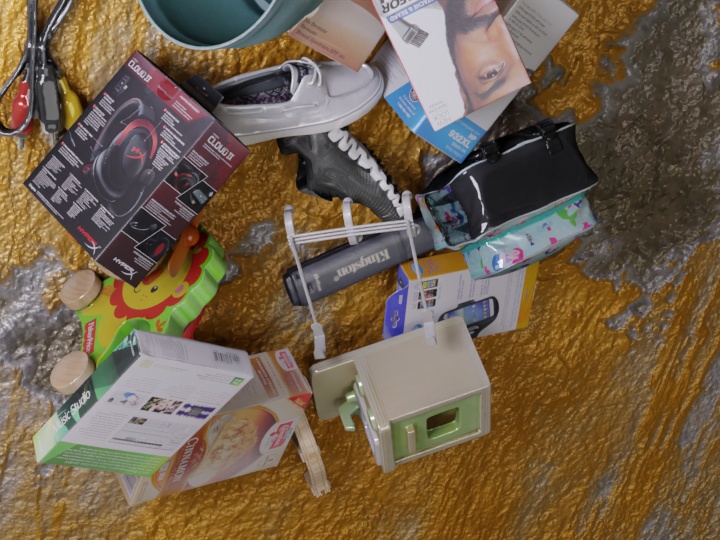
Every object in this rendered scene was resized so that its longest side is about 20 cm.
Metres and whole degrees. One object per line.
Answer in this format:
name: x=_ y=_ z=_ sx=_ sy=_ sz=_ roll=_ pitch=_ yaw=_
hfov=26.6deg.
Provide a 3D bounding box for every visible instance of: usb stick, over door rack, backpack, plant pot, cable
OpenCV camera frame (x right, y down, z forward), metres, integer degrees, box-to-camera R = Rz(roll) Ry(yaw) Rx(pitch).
usb stick: x=0.005 y=-0.015 z=1.778 sx=0.198 sy=0.033 sz=0.056 roll=-23 pitch=129 yaw=-8
over door rack: x=0.000 y=0.000 z=1.712 sx=0.146 sy=0.067 sz=0.202 roll=-7 pitch=127 yaw=6
backpack: x=0.159 y=-0.076 z=1.694 sx=0.176 sy=0.200 sz=0.152 roll=-24 pitch=97 yaw=-18
plant pot: x=-0.104 y=-0.304 z=1.449 sx=0.134 sy=0.200 sz=0.201 roll=-1 pitch=127 yaw=-56
cable: x=-0.322 y=-0.209 z=1.506 sx=0.096 sy=0.050 sz=0.202 roll=-3 pitch=111 yaw=-10

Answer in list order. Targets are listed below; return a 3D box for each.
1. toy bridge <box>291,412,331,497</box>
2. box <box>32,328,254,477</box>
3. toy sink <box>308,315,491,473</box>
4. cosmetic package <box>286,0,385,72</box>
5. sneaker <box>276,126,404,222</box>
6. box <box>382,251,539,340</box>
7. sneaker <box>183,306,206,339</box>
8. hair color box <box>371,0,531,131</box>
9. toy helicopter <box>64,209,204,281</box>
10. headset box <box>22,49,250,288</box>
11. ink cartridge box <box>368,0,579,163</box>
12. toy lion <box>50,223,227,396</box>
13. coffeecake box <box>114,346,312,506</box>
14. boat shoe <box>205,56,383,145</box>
toy bridge: x=-0.070 y=0.208 z=1.873 sx=0.027 sy=0.067 sz=0.201 roll=-22 pitch=129 yaw=-8
box: x=-0.222 y=0.139 z=1.549 sx=0.143 sy=0.037 sz=0.200 roll=15 pitch=132 yaw=-41
toy sink: x=0.050 y=0.160 z=1.833 sx=0.198 sy=0.113 sz=0.131 roll=-17 pitch=148 yaw=-7
cosmetic package: x=0.003 y=-0.318 z=1.538 sx=0.103 sy=0.087 sz=0.201 roll=23 pitch=110 yaw=-33
sneaker: x=-0.024 y=-0.107 z=1.685 sx=0.090 sy=0.067 sz=0.200 roll=-37 pitch=125 yaw=7
box: x=0.117 y=0.032 z=1.851 sx=0.198 sy=0.042 sz=0.120 roll=-9 pitch=132 yaw=-17
sneaker: x=-0.212 y=0.086 z=1.730 sx=0.084 sy=0.077 sz=0.201 roll=5 pitch=130 yaw=-35
hair color box: x=0.075 y=-0.253 z=1.476 sx=0.110 sy=0.064 sz=0.201 roll=-26 pitch=111 yaw=5
toy helicopter: x=-0.206 y=-0.077 z=1.591 sx=0.201 sy=0.132 sz=0.079 roll=-57 pitch=157 yaw=-2
headset box: x=-0.216 y=-0.110 z=1.505 sx=0.200 sy=0.148 sz=0.075 roll=-50 pitch=145 yaw=0
ink cartridge box: x=0.114 y=-0.240 z=1.604 sx=0.083 sy=0.145 sz=0.201 roll=28 pitch=107 yaw=-36
toy lion: x=-0.228 y=0.040 z=1.611 sx=0.190 sy=0.201 sz=0.069 roll=-25 pitch=130 yaw=17
coffeecake box: x=-0.174 y=0.179 z=1.752 sx=0.198 sy=0.073 sz=0.154 roll=-12 pitch=145 yaw=-32
boat shoe: x=-0.069 y=-0.187 z=1.573 sx=0.197 sy=0.073 sz=0.069 roll=-10 pitch=149 yaw=-10
